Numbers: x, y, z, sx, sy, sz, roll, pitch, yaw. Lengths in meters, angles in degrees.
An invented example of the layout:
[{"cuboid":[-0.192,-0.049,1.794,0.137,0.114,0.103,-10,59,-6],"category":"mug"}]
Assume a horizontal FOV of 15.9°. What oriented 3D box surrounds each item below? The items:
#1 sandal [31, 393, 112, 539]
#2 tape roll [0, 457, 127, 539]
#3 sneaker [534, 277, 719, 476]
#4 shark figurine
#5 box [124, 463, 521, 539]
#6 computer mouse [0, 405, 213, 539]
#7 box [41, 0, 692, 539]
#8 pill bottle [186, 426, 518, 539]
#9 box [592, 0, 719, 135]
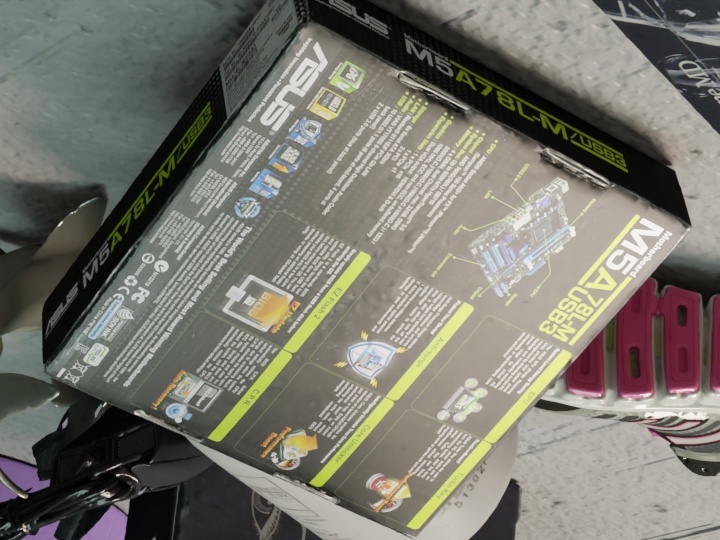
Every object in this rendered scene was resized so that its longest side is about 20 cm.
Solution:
[{"cuboid":[-0.145,0.084,1.393,0.048,0.075,0.201,36,149,11],"category":"sandal"},{"cuboid":[-0.238,0.179,1.622,0.199,0.066,0.200,11,154,6],"category":"tape roll"},{"cuboid":[0.138,0.050,1.154,0.198,0.074,0.088,6,148,5],"category":"sneaker"},{"cuboid":[-0.145,0.009,1.190,0.128,0.214,0.090,42,112,5],"category":"shark figurine"},{"cuboid":[-0.029,0.204,1.386,0.199,0.198,0.117,13,156,-16],"category":"box"},{"cuboid":[-0.128,0.101,1.242,0.140,0.200,0.046,-23,98,22],"category":"computer mouse"},{"cuboid":[0.000,0.000,1.051,0.192,0.048,0.200,24,121,-26],"category":"box"},{"cuboid":[-0.025,0.048,1.187,0.114,0.115,0.200,-8,146,38],"category":"pill bottle"},{"cuboid":[0.151,-0.132,0.744,0.181,0.105,0.200,-6,148,38],"category":"box"}]
